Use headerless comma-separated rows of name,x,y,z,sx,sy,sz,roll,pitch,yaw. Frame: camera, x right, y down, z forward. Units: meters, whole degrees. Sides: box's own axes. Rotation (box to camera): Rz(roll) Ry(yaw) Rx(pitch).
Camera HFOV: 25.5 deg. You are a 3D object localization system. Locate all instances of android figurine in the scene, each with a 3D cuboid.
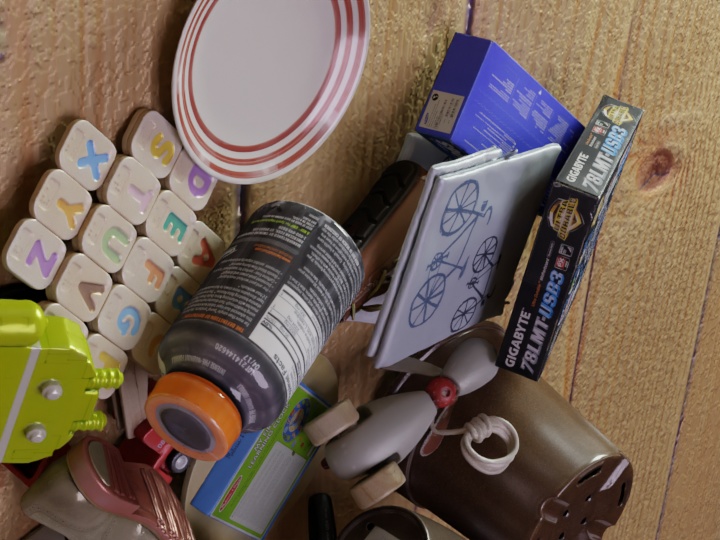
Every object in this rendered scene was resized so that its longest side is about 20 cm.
android figurine,-0.262,0.085,1.082,0.198,0.041,0.183,5,132,-29

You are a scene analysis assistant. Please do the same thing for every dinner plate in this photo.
dinner plate,-0.070,-0.163,1.211,0.199,0.024,0.202,-28,132,-37

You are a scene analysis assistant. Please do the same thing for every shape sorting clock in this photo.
shape sorting clock,-0.088,0.159,1.395,0.200,0.039,0.201,-43,149,-34

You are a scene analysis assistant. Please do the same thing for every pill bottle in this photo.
pill bottle,-0.084,0.048,1.206,0.201,0.105,0.107,-56,148,-37

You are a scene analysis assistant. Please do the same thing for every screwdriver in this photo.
screwdriver,-0.028,0.299,1.462,0.028,0.202,0.029,-27,147,29

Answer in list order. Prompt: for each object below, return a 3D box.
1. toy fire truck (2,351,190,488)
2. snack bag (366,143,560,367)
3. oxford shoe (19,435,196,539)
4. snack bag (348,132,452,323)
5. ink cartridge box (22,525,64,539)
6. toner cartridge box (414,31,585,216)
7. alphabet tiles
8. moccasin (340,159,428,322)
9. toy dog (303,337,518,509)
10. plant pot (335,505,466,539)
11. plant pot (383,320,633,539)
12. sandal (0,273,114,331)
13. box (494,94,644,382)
toy fire truck,-0.175,0.102,1.250,0.201,0.049,0.141,-54,141,-9
snack bag,0.093,-0.022,1.371,0.199,0.021,0.190,-20,135,-49
oxford shoe,-0.187,0.188,1.216,0.073,0.071,0.200,-30,142,6
snack bag,0.070,-0.030,1.465,0.199,0.021,0.190,11,106,-51
ink cartridge box,-0.208,0.317,1.277,0.084,0.145,0.201,-37,137,-27
toner cartridge box,0.128,-0.126,1.419,0.200,0.043,0.096,31,82,-53
alphabet tiles,-0.173,-0.012,1.162,0.196,0.015,0.201,45,63,-49
moccasin,-0.001,0.000,1.358,0.202,0.073,0.078,-52,124,-17
toy dog,0.034,0.137,1.436,0.198,0.096,0.133,-11,83,-26
plant pot,0.051,0.303,1.424,0.187,0.186,0.201,-47,137,-16
plant pot,0.141,0.185,1.530,0.199,0.198,0.202,-28,138,-29
sandal,-0.234,0.045,1.145,0.200,0.048,0.076,-26,132,-36
box,0.191,-0.032,1.454,0.200,0.049,0.200,-56,162,-55
